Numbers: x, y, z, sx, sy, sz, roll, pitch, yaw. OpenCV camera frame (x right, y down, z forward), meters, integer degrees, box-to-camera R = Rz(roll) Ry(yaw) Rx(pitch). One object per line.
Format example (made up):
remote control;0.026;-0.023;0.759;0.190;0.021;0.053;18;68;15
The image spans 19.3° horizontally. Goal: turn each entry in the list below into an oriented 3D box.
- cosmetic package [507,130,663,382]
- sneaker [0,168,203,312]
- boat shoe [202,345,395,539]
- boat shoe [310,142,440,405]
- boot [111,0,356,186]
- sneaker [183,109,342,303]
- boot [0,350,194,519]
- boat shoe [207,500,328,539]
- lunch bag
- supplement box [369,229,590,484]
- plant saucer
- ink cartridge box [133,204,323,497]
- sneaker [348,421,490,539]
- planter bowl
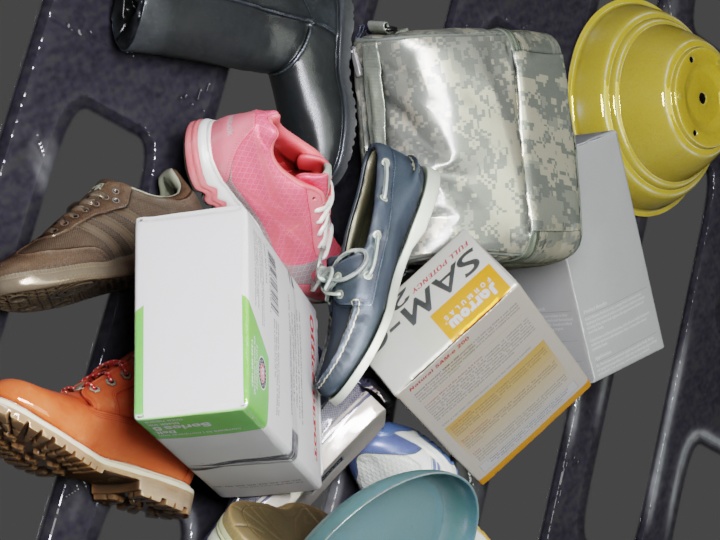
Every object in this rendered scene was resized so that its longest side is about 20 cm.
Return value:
cosmetic package;0.182;-0.011;1.824;0.106;0.090;0.202;-19;97;-41
sneaker;-0.192;-0.023;1.504;0.199;0.070;0.076;-13;79;-47
boat shoe;-0.072;0.140;1.599;0.093;0.075;0.200;42;74;14
boat shoe;0.000;0.000;1.559;0.061;0.075;0.201;27;73;-17
boot;-0.095;-0.157;1.589;0.199;0.065;0.167;13;70;-44
sneaker;-0.049;-0.045;1.589;0.200;0.086;0.074;49;33;-39
boot;-0.190;0.098;1.487;0.199;0.075;0.108;30;64;-46
boat shoe;-0.056;0.212;1.530;0.066;0.074;0.200;-46;148;12
lunch bag;0.072;-0.097;1.689;0.167;0.139;0.202;-3;88;-43
supplement box;0.088;0.071;1.659;0.126;0.074;0.200;-42;146;-1
plant saucer;0.003;0.219;1.511;0.199;0.027;0.201;-30;141;-28
ink cartridge box;-0.090;0.062;1.486;0.200;0.083;0.147;59;27;-65
sneaker;0.048;0.209;1.676;0.201;0.075;0.088;55;35;-24
planter bowl;0.283;-0.153;1.926;0.199;0.083;0.203;3;85;-42
